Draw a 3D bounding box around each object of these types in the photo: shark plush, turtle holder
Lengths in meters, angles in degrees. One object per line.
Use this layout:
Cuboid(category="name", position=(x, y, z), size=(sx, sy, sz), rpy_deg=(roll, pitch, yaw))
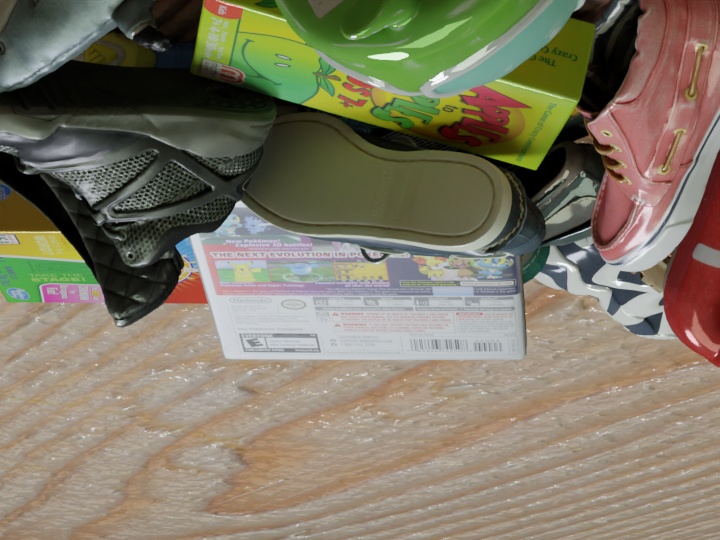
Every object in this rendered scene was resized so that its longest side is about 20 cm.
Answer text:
Cuboid(category="shark plush", position=(-0.105, -0.142, 1.093), size=(0.200, 0.083, 0.091), rpy_deg=(-5, 160, 17))
Cuboid(category="turtle holder", position=(0.048, -0.164, 0.977), size=(0.141, 0.186, 0.132), rpy_deg=(28, 177, 33))

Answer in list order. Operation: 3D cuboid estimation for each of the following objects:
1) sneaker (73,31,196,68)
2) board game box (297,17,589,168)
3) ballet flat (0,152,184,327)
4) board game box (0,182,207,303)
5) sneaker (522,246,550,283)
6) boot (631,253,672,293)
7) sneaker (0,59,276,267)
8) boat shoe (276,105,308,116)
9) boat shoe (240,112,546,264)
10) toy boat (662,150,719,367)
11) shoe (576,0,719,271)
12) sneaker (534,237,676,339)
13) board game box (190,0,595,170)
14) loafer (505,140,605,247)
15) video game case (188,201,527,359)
Cuboid(category="sneaker", position=(-0.103, -0.078, 1.297), size=(0.105, 0.076, 0.200), rpy_deg=(-2, 160, 8))
Cuboid(category="board game box", position=(0.075, -0.103, 1.285), size=(0.135, 0.028, 0.200), rpy_deg=(16, 157, -36))
Cuboid(category="ballet flat", position=(-0.189, -0.046, 1.286), size=(0.200, 0.057, 0.066), rpy_deg=(39, 160, 19))
Cuboid(category="board game box", position=(-0.155, -0.019, 1.469), size=(0.200, 0.040, 0.153), rpy_deg=(0, 161, 3))
Cuboid(category="sneaker", position=(0.079, -0.001, 1.476), size=(0.080, 0.071, 0.200), rpy_deg=(35, 162, -24))
Cuboid(category="boot", position=(0.248, -0.011, 1.378), size=(0.200, 0.075, 0.107), rpy_deg=(36, 102, -24))
Cuboid(category="sneaker", position=(-0.153, -0.057, 1.183), size=(0.199, 0.076, 0.114), rpy_deg=(4, 121, -24))
Cuboid(category="boat shoe", position=(-0.019, -0.050, 1.395), size=(0.074, 0.060, 0.200), rpy_deg=(-11, 158, 25))
Cuboid(category="boat shoe", position=(0.013, -0.044, 1.210), size=(0.200, 0.075, 0.062), rpy_deg=(7, 167, 37))
Cuboid(category="toy boat", position=(0.267, -0.017, 1.267), size=(0.130, 0.200, 0.131), rpy_deg=(11, -158, -15))
Cuboid(category="shoe", position=(0.152, -0.080, 1.203), size=(0.091, 0.072, 0.200), rpy_deg=(4, 135, -23))
Cuboid(category="sneaker", position=(0.222, -0.007, 1.480), size=(0.199, 0.080, 0.130), rpy_deg=(27, 159, -33))
Cuboid(category="board game box", position=(0.014, -0.118, 1.152), size=(0.200, 0.048, 0.102), rpy_deg=(16, 160, -3))
Cuboid(category="loafer", position=(0.079, -0.034, 1.356), size=(0.200, 0.072, 0.063), rpy_deg=(-27, 144, 35))
Cuboid(category="video game case", position=(0.000, 0.000, 1.335), size=(0.200, 0.023, 0.182), rpy_deg=(0, 146, 7))
